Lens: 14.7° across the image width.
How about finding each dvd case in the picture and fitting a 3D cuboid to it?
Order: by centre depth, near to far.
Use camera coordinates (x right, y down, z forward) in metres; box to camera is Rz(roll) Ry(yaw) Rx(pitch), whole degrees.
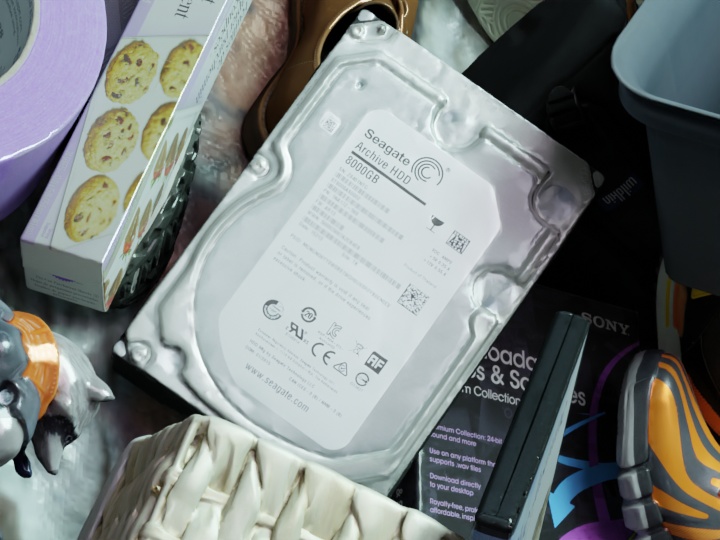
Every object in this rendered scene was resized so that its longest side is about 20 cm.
[{"bbox_3d":[0.053,0.134,1.116,0.017,0.201,0.143,16,35,9],"label":"dvd case"}]

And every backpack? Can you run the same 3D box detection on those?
[{"bbox_3d":[0.130,-0.042,1.389,0.200,0.163,0.154,39,23,-23],"label":"backpack"}]

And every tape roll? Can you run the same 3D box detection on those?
[{"bbox_3d":[-0.212,-0.108,1.189,0.199,0.066,0.201,15,51,-19],"label":"tape roll"}]

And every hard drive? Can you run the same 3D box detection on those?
[{"bbox_3d":[0.000,0.000,1.246,0.139,0.038,0.200,36,73,4],"label":"hard drive"}]

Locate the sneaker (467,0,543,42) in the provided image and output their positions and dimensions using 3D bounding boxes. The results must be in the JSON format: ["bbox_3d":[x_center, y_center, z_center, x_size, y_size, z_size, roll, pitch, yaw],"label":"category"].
[{"bbox_3d":[0.083,-0.188,1.503,0.200,0.075,0.084,48,47,-2],"label":"sneaker"}]

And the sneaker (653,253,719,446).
[{"bbox_3d":[0.189,0.078,1.340,0.070,0.090,0.201,-16,114,-17],"label":"sneaker"}]

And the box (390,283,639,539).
[{"bbox_3d":[0.072,0.101,1.296,0.142,0.036,0.201,15,64,-35],"label":"box"}]

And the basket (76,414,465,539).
[{"bbox_3d":[-0.058,0.166,1.052,0.135,0.123,0.201,25,69,-8],"label":"basket"}]

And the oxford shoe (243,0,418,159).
[{"bbox_3d":[0.003,-0.126,1.400,0.071,0.071,0.201,32,44,-16],"label":"oxford shoe"}]

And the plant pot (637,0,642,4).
[{"bbox_3d":[0.252,-0.140,1.538,0.177,0.200,0.200,45,42,11],"label":"plant pot"}]

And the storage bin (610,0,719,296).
[{"bbox_3d":[0.195,-0.082,1.269,0.145,0.135,0.200,17,48,23],"label":"storage bin"}]

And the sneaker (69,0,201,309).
[{"bbox_3d":[-0.111,-0.069,1.277,0.079,0.074,0.201,10,55,-7],"label":"sneaker"}]

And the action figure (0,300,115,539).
[{"bbox_3d":[-0.181,0.075,1.090,0.193,0.105,0.201,-14,70,-34],"label":"action figure"}]

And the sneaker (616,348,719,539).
[{"bbox_3d":[0.189,0.126,1.299,0.078,0.111,0.201,-51,129,-61],"label":"sneaker"}]

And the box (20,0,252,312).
[{"bbox_3d":[-0.093,-0.074,1.216,0.041,0.039,0.201,18,58,9],"label":"box"}]
